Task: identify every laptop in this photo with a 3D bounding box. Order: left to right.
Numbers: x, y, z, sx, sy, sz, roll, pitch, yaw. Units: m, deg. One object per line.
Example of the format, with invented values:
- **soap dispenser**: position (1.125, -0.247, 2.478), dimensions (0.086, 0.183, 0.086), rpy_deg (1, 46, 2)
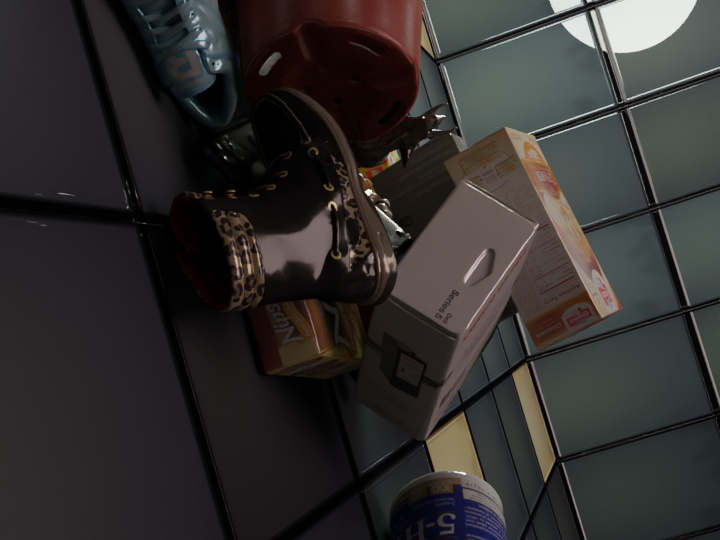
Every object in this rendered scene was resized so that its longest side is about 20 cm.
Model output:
- **laptop**: position (-0.051, -0.040, 1.172), dimensions (0.177, 0.104, 0.200), rpy_deg (41, 30, 8)

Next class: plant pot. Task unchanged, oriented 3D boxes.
- **plant pot**: position (-0.026, -0.226, 1.159), dimensions (0.201, 0.198, 0.198), rpy_deg (58, 25, -52)

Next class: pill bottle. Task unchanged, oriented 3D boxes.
- **pill bottle**: position (0.089, 0.304, 1.304), dimensions (0.201, 0.118, 0.121), rpy_deg (-93, 161, -54)

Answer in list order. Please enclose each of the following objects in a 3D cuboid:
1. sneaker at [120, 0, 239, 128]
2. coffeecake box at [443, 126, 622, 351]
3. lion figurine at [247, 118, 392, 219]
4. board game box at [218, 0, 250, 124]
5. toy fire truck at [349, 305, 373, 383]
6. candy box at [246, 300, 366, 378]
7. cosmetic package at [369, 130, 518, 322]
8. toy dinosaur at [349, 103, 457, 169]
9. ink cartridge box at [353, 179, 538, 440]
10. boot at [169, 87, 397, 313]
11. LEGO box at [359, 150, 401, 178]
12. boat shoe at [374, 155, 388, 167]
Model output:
- **sneaker**: position (-0.136, -0.183, 1.056), dimensions (0.200, 0.073, 0.083), rpy_deg (53, 17, -59)
- **coffeecake box**: position (0.173, -0.031, 1.331), dimensions (0.202, 0.072, 0.153), rpy_deg (64, 16, 6)
- **lion figurine**: position (-0.052, -0.102, 1.309), dimensions (0.198, 0.072, 0.124), rpy_deg (29, 55, -14)
- **board game box**: position (-0.139, -0.253, 1.223), dimensions (0.153, 0.044, 0.202), rpy_deg (62, 16, -44)
- **toy fire truck**: position (0.000, 0.000, 1.396), dimensions (0.200, 0.128, 0.176), rpy_deg (49, 11, -13)
- **candy box**: position (-0.049, 0.032, 1.202), dimensions (0.200, 0.055, 0.117), rpy_deg (25, 46, -76)
- **cosmetic package**: position (0.104, -0.033, 1.439), dimensions (0.202, 0.106, 0.090), rpy_deg (61, 12, 7)
- **toy dinosaur**: position (-0.021, -0.131, 1.253), dimensions (0.102, 0.198, 0.078), rpy_deg (-22, 126, -55)
- **ink cartridge box**: position (0.073, 0.038, 1.214), dimensions (0.146, 0.083, 0.201), rpy_deg (-52, 166, -30)
- **boot**: position (-0.073, -0.053, 1.016), dimensions (0.149, 0.073, 0.202), rpy_deg (-8, 62, -37)
- **LEGO box**: position (0.025, -0.095, 1.702), dimensions (0.150, 0.076, 0.202), rpy_deg (-90, 160, -57)
- **boat shoe**: position (0.007, -0.206, 1.368), dimensions (0.057, 0.068, 0.203), rpy_deg (-62, 156, -64)
